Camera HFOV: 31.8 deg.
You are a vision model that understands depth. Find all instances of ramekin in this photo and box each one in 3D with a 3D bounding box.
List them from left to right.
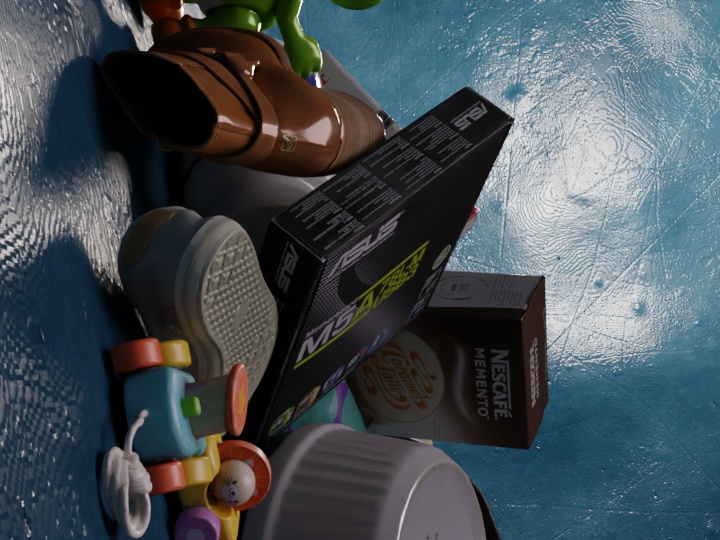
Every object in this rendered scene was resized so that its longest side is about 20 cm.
[{"bbox_3d":[0.011,0.198,0.807,0.202,0.094,0.203,-3,90,-64],"label":"ramekin"}]

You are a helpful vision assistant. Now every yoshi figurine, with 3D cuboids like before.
[{"bbox_3d":[-0.051,-0.200,0.905,0.112,0.200,0.112,-103,170,-68],"label":"yoshi figurine"}]

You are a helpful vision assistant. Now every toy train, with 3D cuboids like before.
[{"bbox_3d":[-0.066,0.121,0.598,0.150,0.056,0.200,-102,180,-47],"label":"toy train"}]

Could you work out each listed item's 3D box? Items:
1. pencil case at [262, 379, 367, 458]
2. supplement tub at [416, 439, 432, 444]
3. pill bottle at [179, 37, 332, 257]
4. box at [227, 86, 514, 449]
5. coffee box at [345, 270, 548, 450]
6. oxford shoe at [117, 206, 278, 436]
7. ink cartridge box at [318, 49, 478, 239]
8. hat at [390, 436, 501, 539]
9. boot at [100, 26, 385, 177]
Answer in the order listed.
[{"bbox_3d":[-0.032,0.146,0.953,0.085,0.092,0.200,31,-27,46],"label":"pencil case"},{"bbox_3d":[0.009,0.224,1.229,0.145,0.145,0.200,77,2,-59],"label":"supplement tub"},{"bbox_3d":[-0.073,-0.072,0.918,0.200,0.116,0.116,-101,179,-47],"label":"pill bottle"},{"bbox_3d":[0.000,0.000,0.807,0.048,0.200,0.193,40,-43,14],"label":"box"},{"bbox_3d":[0.041,0.064,0.992,0.080,0.200,0.114,-50,138,-59],"label":"coffee box"},{"bbox_3d":[-0.085,0.027,0.669,0.200,0.058,0.075,85,29,-61],"label":"oxford shoe"},{"bbox_3d":[-0.017,-0.070,1.122,0.200,0.145,0.084,47,-3,7],"label":"ink cartridge box"},{"bbox_3d":[0.039,0.218,1.078,0.081,0.200,0.201,-16,94,-60],"label":"hat"},{"bbox_3d":[-0.100,-0.105,0.756,0.155,0.200,0.077,-3,120,-54],"label":"boot"}]
